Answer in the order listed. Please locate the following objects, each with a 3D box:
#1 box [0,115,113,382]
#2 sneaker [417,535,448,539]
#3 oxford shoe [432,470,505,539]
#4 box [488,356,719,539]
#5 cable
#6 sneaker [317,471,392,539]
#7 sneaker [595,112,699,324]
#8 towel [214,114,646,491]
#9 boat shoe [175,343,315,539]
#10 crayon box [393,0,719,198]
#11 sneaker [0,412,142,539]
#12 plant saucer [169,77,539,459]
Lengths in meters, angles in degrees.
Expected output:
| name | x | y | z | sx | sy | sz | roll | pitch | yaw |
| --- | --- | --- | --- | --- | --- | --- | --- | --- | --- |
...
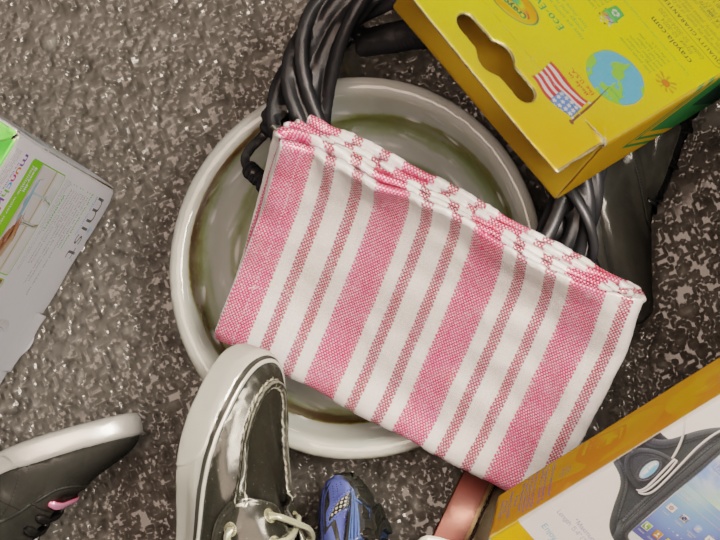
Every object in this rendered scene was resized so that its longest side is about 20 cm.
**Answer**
| name | x | y | z | sx | sy | sz | roll | pitch | yaw |
| --- | --- | --- | --- | --- | --- | --- | --- | --- | --- |
| box | -0.235 | 0.006 | 1.222 | 0.096 | 0.176 | 0.201 | 32 | 90 | 11 |
| sneaker | -0.002 | 0.164 | 1.077 | 0.199 | 0.074 | 0.116 | 9 | 124 | 9 |
| oxford shoe | 0.050 | 0.206 | 1.205 | 0.074 | 0.070 | 0.201 | 21 | 89 | 6 |
| box | 0.171 | 0.104 | 1.047 | 0.200 | 0.042 | 0.119 | -35 | 106 | 23 |
| cable | 0.046 | -0.066 | 1.192 | 0.200 | 0.051 | 0.164 | 34 | 88 | 20 |
| sneaker | -0.033 | 0.202 | 1.219 | 0.078 | 0.075 | 0.201 | 12 | 84 | 15 |
| sneaker | 0.140 | -0.073 | 1.220 | 0.090 | 0.076 | 0.201 | -7 | 84 | 3 |
| towel | 0.029 | 0.025 | 1.158 | 0.199 | 0.030 | 0.147 | 28 | 128 | 12 |
| boat shoe | -0.054 | 0.139 | 1.177 | 0.063 | 0.071 | 0.201 | 8 | 92 | 32 |
| crayon box | 0.106 | -0.118 | 1.137 | 0.127 | 0.200 | 0.051 | 51 | 139 | 11 |
| sneaker | -0.188 | 0.152 | 1.255 | 0.199 | 0.071 | 0.100 | -28 | 81 | 12 |
| plant saucer | 0.000 | 0.000 | 1.246 | 0.199 | 0.050 | 0.202 | -1 | 84 | 10 |
